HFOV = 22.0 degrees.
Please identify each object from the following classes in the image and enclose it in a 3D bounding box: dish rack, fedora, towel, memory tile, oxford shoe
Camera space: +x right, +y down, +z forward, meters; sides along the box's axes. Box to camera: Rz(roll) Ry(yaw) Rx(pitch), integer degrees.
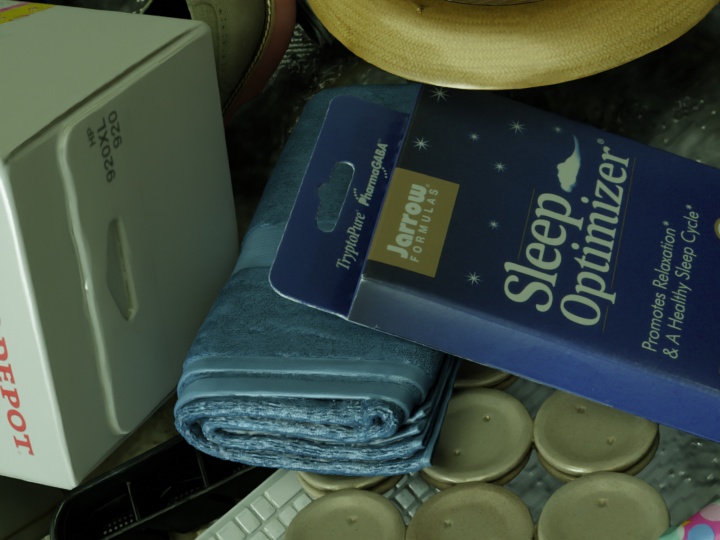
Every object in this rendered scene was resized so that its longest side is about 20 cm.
[{"bbox_3d":[-0.037,0.164,0.797,0.153,0.055,0.201,-28,65,16],"label":"dish rack"},{"bbox_3d":[0.072,-0.143,0.776,0.200,0.082,0.202,-4,66,9],"label":"fedora"},{"bbox_3d":[0.000,0.000,0.778,0.111,0.049,0.200,2,46,20],"label":"towel"},{"bbox_3d":[0.047,0.052,0.755,0.153,0.017,0.201,-6,43,11],"label":"memory tile"},{"bbox_3d":[-0.104,-0.061,0.852,0.070,0.075,0.200,40,120,23],"label":"oxford shoe"}]

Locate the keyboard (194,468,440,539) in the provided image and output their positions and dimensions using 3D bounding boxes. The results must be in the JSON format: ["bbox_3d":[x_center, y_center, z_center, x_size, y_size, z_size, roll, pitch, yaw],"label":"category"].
[{"bbox_3d":[-0.032,0.115,0.742,0.200,0.011,0.056,-38,86,-32],"label":"keyboard"}]

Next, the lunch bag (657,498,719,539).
[{"bbox_3d":[0.222,0.150,0.646,0.170,0.122,0.201,-26,73,14],"label":"lunch bag"}]

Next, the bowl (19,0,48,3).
[{"bbox_3d":[-0.229,-0.125,0.888,0.039,0.201,0.201,32,89,28],"label":"bowl"}]

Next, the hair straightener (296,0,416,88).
[{"bbox_3d":[-0.040,-0.139,0.880,0.200,0.077,0.041,50,122,24],"label":"hair straightener"}]

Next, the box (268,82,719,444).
[{"bbox_3d":[0.073,-0.011,0.732,0.199,0.032,0.121,17,49,0],"label":"box"}]

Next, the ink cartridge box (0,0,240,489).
[{"bbox_3d":[-0.171,-0.022,0.773,0.199,0.145,0.148,9,123,26],"label":"ink cartridge box"}]

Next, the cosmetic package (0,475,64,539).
[{"bbox_3d":[-0.213,0.124,0.801,0.103,0.200,0.073,-34,89,13],"label":"cosmetic package"}]
